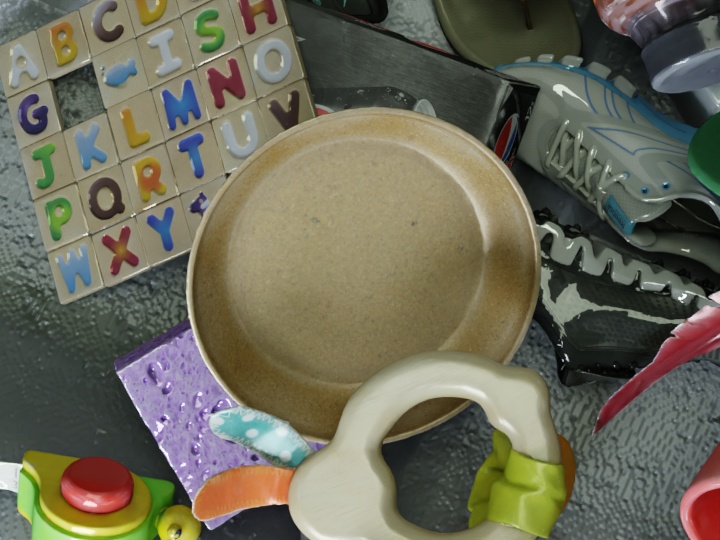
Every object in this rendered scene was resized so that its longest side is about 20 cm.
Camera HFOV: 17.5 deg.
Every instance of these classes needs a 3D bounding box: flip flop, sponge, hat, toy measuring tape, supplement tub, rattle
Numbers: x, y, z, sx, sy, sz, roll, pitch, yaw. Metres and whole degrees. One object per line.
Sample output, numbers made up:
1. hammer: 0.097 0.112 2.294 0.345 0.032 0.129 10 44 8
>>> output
1. flip flop: 0.076 -0.204 1.426 0.081 0.058 0.201 -16 78 -3
2. sponge: -0.029 0.052 1.355 0.200 0.030 0.112 -30 103 -5
3. hat: 0.256 0.009 1.298 0.200 0.176 0.166 18 34 34
4. toy measuring tape: -0.191 0.138 1.343 0.199 0.074 0.074 10 78 0
5. supplement tub: 0.169 -0.205 1.317 0.107 0.107 0.201 -14 77 -3
6. rattle: 0.015 0.109 1.316 0.199 0.143 0.131 -12 101 8

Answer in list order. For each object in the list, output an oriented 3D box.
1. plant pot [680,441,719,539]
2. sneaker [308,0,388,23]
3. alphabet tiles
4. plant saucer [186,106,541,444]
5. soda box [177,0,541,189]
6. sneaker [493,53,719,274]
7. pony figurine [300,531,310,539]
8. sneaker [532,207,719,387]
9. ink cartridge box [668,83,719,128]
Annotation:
1. plant pot: 0.302 0.100 1.300 0.200 0.201 0.178 29 69 6
2. sneaker: 0.025 -0.242 1.408 0.079 0.075 0.200 34 104 23
3. alphabet tiles: -0.119 -0.091 1.380 0.200 0.008 0.168 -22 77 26
4. plant saucer: 0.000 0.000 1.305 0.200 0.035 0.201 -4 112 -10
5. soda box: -0.002 -0.110 1.372 0.200 0.063 0.071 22 96 20
6. sneaker: 0.152 -0.059 1.370 0.200 0.075 0.087 24 39 7
7. pony figurine: -0.034 0.232 1.288 0.200 0.167 0.193 -36 56 -18
8. sneaker: 0.157 0.034 1.374 0.200 0.066 0.091 24 96 -4
9. ink cartridge box: 0.258 -0.192 1.410 0.200 0.083 0.147 -29 79 -6
